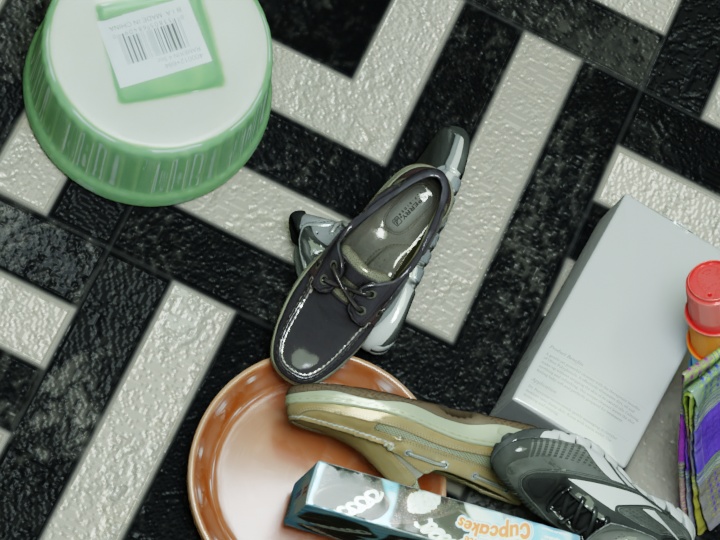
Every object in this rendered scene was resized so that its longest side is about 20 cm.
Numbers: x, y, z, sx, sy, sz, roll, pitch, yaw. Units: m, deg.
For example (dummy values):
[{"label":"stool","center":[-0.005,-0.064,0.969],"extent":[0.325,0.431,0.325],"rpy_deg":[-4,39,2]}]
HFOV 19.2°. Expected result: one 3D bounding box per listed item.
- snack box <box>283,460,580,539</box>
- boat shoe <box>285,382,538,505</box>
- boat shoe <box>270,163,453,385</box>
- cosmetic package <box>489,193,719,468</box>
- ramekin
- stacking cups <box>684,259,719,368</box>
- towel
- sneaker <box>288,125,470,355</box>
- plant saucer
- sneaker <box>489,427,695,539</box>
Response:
[{"label":"snack box","center":[0.050,0.191,1.565],"extent":[0.200,0.116,0.037],"rpy_deg":[16,74,-6]},{"label":"boat shoe","center":[0.037,0.136,1.608],"extent":[0.200,0.072,0.076],"rpy_deg":[12,84,-8]},{"label":"boat shoe","center":[0.000,0.000,1.613],"extent":[0.072,0.065,0.200],"rpy_deg":[39,86,4]},{"label":"cosmetic package","center":[0.199,0.054,1.683],"extent":[0.108,0.085,0.200],"rpy_deg":[33,70,-1]},{"label":"ramekin","center":[-0.162,-0.159,1.670],"extent":[0.200,0.098,0.200],"rpy_deg":[3,74,-10]},{"label":"stacking cups","center":[0.275,0.060,1.636],"extent":[0.060,0.200,0.061],"rpy_deg":[-8,51,10]},{"label":"towel","center":[0.304,0.111,1.642],"extent":[0.144,0.200,0.023],"rpy_deg":[-32,51,-18]},{"label":"sneaker","center":[0.006,-0.043,1.683],"extent":[0.115,0.075,0.200],"rpy_deg":[23,72,-1]},{"label":"plant saucer","center":[-0.034,0.161,1.635],"extent":[0.200,0.032,0.200],"rpy_deg":[3,74,-10]},{"label":"sneaker","center":[0.181,0.187,1.586],"extent":[0.200,0.066,0.091],"rpy_deg":[34,25,-25]}]
